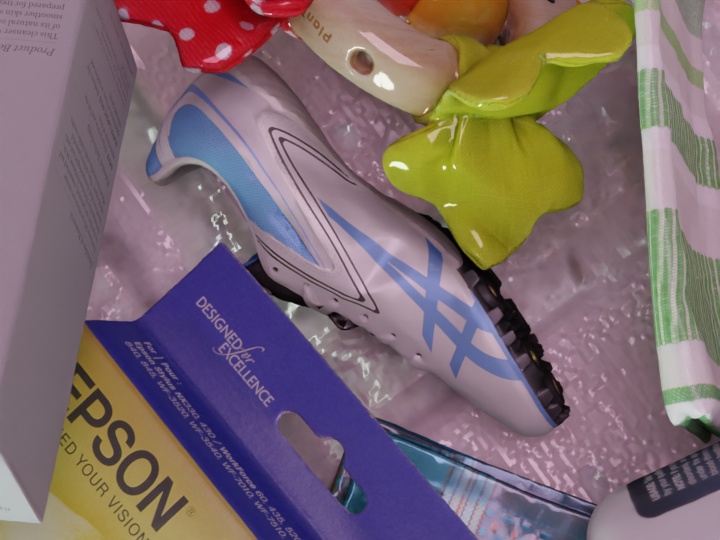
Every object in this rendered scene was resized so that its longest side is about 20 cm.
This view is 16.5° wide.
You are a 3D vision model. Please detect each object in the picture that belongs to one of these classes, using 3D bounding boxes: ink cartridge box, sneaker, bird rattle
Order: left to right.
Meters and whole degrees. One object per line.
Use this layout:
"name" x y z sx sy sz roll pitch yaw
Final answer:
"ink cartridge box" -0.073 0.120 0.925 0.200 0.047 0.198 -45 66 7
"sneaker" 0.000 0.000 0.988 0.200 0.072 0.073 42 97 4
"bird rattle" 0.011 -0.098 0.973 0.199 0.163 0.113 27 122 8

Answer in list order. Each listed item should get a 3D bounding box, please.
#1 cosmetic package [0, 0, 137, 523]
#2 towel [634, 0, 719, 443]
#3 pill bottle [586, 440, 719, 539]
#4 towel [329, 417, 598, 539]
"cosmetic package" -0.155 -0.016 0.893 0.112 0.081 0.201 4 62 11
"towel" 0.127 -0.037 0.959 0.023 0.153 0.201 -4 82 13
"pill bottle" 0.150 0.122 0.922 0.199 0.120 0.120 -24 83 5
"towel" 0.034 0.174 0.983 0.146 0.022 0.201 20 81 0
